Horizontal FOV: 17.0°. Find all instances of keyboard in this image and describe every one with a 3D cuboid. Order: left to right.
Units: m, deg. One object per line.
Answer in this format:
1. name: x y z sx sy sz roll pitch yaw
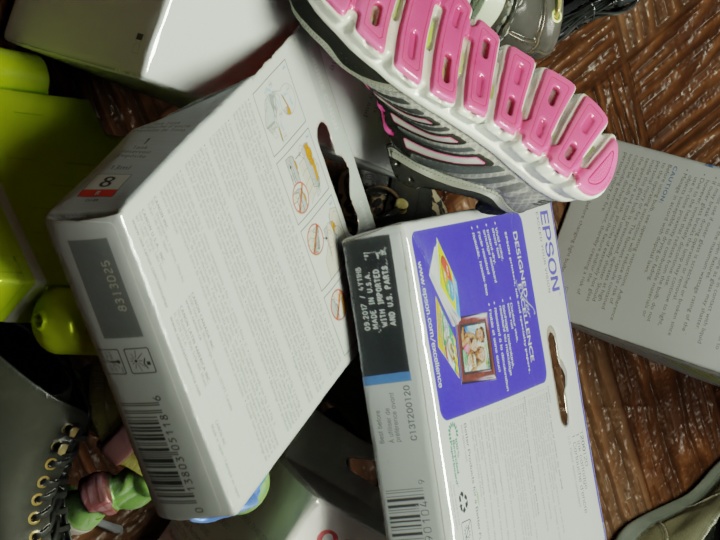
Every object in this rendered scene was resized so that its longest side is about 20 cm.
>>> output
1. keyboard: 0.089 -0.125 1.366 0.200 0.127 0.021 -34 100 -31

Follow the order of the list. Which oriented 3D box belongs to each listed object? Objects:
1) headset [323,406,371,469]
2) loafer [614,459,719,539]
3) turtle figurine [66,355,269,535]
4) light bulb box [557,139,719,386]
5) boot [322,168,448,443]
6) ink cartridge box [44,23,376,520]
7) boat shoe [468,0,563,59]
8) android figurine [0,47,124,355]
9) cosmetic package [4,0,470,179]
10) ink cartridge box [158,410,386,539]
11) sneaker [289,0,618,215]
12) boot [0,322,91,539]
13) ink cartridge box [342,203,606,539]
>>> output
1. headset: 0.035 0.164 1.425 0.123 0.094 0.201 -42 112 -27
2. loafer: 0.258 0.181 1.662 0.199 0.069 0.076 -29 121 -34
3. turtle figurine: -0.142 0.056 1.237 0.144 0.200 0.194 -44 110 12
4. light bulb box: 0.255 0.017 1.515 0.198 0.199 0.125 21 89 -46
5. boot: 0.000 0.000 1.309 0.200 0.073 0.151 43 31 -35
6. ink cartridge box: -0.060 -0.006 1.132 0.200 0.050 0.163 -54 133 -52
7. boat shoe: 0.078 -0.205 1.319 0.060 0.072 0.202 19 58 -29
8. android figurine: -0.159 -0.034 1.137 0.199 0.183 0.041 7 137 -47
9. cosmetic package: -0.045 -0.174 1.221 0.199 0.123 0.200 19 90 -45
10. ink cartridge box: -0.038 0.186 1.294 0.128 0.125 0.201 31 94 -27
11. sneaker: 0.031 -0.087 1.187 0.200 0.087 0.074 34 52 -25
12. boot: -0.148 0.121 1.143 0.200 0.078 0.138 41 113 -11
13. ink cartridge box: 0.062 0.068 1.250 0.200 0.043 0.199 -11 92 -63
